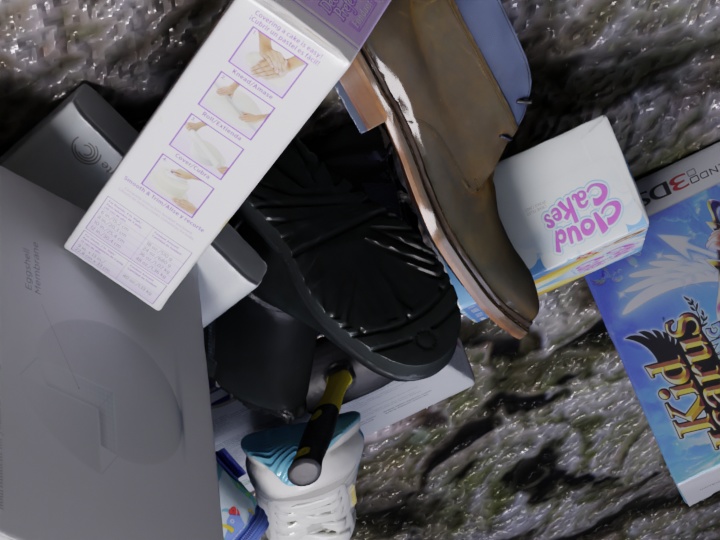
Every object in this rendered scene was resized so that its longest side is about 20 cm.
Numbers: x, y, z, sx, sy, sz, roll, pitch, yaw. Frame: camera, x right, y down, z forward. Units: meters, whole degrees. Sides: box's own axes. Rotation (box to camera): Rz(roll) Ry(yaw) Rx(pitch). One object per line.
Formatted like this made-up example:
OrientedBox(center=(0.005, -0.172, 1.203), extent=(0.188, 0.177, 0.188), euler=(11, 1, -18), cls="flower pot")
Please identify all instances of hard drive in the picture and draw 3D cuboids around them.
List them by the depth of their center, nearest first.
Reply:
OrientedBox(center=(-0.161, 0.009, 1.227), extent=(0.200, 0.132, 0.027), euler=(-37, -164, 30), cls="hard drive")

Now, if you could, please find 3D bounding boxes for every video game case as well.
OrientedBox(center=(0.243, 0.017, 1.474), extent=(0.181, 0.201, 0.045), euler=(-26, 153, 8), cls="video game case")

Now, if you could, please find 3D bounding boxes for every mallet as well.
OrientedBox(center=(-0.027, 0.083, 1.362), extent=(0.066, 0.041, 0.200), euler=(-22, -168, 20), cls="mallet")

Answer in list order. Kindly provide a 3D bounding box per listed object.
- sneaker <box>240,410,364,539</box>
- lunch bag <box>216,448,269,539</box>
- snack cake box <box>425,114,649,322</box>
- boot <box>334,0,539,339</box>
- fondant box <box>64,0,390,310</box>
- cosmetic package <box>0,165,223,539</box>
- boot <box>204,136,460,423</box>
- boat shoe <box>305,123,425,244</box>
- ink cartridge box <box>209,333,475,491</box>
OrientedBox(center=(-0.030, 0.132, 1.462), extent=(0.076, 0.081, 0.200), euler=(-10, 175, 0), cls="sneaker")
OrientedBox(center=(-0.131, 0.174, 1.421), extent=(0.161, 0.082, 0.200), euler=(-47, -174, -8), cls="lunch bag")
OrientedBox(center=(0.100, -0.025, 1.359), extent=(0.115, 0.067, 0.200), euler=(-23, 175, 4), cls="snack cake box")
OrientedBox(center=(0.062, -0.063, 1.206), extent=(0.097, 0.075, 0.200), euler=(-32, 111, 4), cls="boot")
OrientedBox(center=(-0.046, -0.091, 1.078), extent=(0.200, 0.058, 0.145), euler=(-50, -172, 46), cls="fondant box")
OrientedBox(center=(-0.176, 0.068, 1.088), extent=(0.123, 0.200, 0.200), euler=(-29, 141, 28), cls="cosmetic package")
OrientedBox(center=(-0.034, 0.023, 1.265), extent=(0.073, 0.198, 0.163), euler=(-31, 154, -32), cls="boot")
OrientedBox(center=(0.000, 0.000, 1.362), extent=(0.074, 0.093, 0.200), euler=(-20, 157, -6), cls="boat shoe")
OrientedBox(center=(-0.048, 0.077, 1.549), extent=(0.196, 0.043, 0.200), euler=(-26, 155, 14), cls="ink cartridge box")
